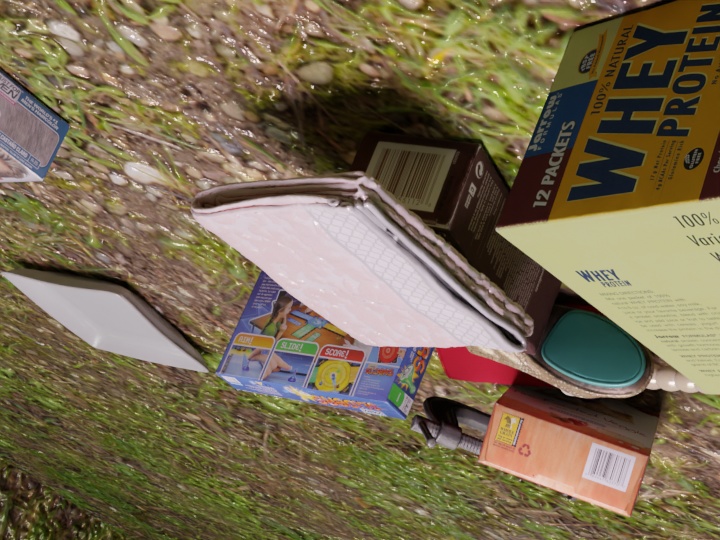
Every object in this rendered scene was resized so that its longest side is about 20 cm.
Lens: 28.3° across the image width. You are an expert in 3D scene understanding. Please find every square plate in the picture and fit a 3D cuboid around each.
[{"bbox_3d":[-0.300,0.054,1.703,0.196,0.029,0.200,10,155,34],"label":"square plate"}]

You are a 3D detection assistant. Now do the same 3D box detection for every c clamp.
[{"bbox_3d":[0.130,0.164,1.296,0.198,0.027,0.171,21,-171,-14],"label":"c clamp"}]

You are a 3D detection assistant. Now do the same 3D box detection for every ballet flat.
[{"bbox_3d":[0.155,0.062,1.150,0.199,0.071,0.066,27,155,39],"label":"ballet flat"}]

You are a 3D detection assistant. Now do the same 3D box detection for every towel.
[{"bbox_3d":[0.000,0.000,1.023,0.200,0.032,0.190,39,156,-33],"label":"towel"}]

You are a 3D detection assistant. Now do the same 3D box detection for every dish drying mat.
[{"bbox_3d":[0.138,0.064,1.220,0.199,0.018,0.078,0,112,47],"label":"dish drying mat"}]

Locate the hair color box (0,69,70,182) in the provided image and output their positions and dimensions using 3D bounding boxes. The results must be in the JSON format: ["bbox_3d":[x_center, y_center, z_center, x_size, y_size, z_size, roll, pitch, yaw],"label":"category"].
[{"bbox_3d":[-0.362,-0.129,1.275,0.199,0.061,0.100,1,151,44],"label":"hair color box"}]

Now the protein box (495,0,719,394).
[{"bbox_3d":[0.222,-0.038,0.769,0.199,0.136,0.198,34,158,-29],"label":"protein box"}]

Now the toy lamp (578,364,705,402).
[{"bbox_3d":[0.260,0.088,1.148,0.199,0.059,0.058,-2,149,47],"label":"toy lamp"}]

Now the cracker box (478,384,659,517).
[{"bbox_3d":[0.187,0.145,1.246,0.133,0.058,0.200,18,-172,12],"label":"cracker box"}]

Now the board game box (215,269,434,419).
[{"bbox_3d":[-0.022,0.049,1.241,0.198,0.137,0.034,6,154,40],"label":"board game box"}]

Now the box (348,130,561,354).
[{"bbox_3d":[0.070,-0.018,1.072,0.099,0.076,0.200,10,157,32],"label":"box"}]
